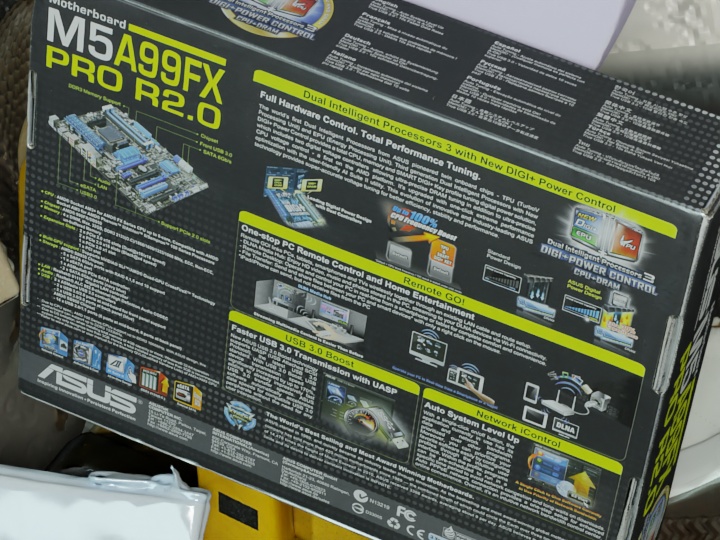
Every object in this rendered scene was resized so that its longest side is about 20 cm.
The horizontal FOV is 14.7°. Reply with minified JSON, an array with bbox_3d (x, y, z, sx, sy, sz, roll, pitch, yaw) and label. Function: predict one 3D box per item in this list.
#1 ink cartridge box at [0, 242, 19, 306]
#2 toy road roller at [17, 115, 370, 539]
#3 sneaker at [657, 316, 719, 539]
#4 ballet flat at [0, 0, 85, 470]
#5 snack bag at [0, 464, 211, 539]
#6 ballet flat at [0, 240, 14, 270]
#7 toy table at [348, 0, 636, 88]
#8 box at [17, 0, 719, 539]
[{"bbox_3d":[-0.196,-0.079,0.819,0.200,0.075,0.165,42,158,41],"label":"ink cartridge box"},{"bbox_3d":[-0.029,0.019,0.934,0.145,0.123,0.201,6,114,16],"label":"toy road roller"},{"bbox_3d":[0.093,0.068,0.882,0.199,0.085,0.073,-22,119,15],"label":"sneaker"},{"bbox_3d":[-0.122,-0.007,0.983,0.046,0.067,0.201,6,85,44],"label":"ballet flat"},{"bbox_3d":[-0.152,0.152,0.899,0.187,0.021,0.201,7,86,9],"label":"snack bag"},{"bbox_3d":[-0.189,0.019,0.941,0.199,0.072,0.072,-13,100,41],"label":"ballet flat"},{"bbox_3d":[0.031,-0.118,0.791,0.184,0.117,0.200,41,135,-4],"label":"toy table"},{"bbox_3d":[0.000,0.000,0.790,0.199,0.044,0.161,21,131,15],"label":"box"}]
